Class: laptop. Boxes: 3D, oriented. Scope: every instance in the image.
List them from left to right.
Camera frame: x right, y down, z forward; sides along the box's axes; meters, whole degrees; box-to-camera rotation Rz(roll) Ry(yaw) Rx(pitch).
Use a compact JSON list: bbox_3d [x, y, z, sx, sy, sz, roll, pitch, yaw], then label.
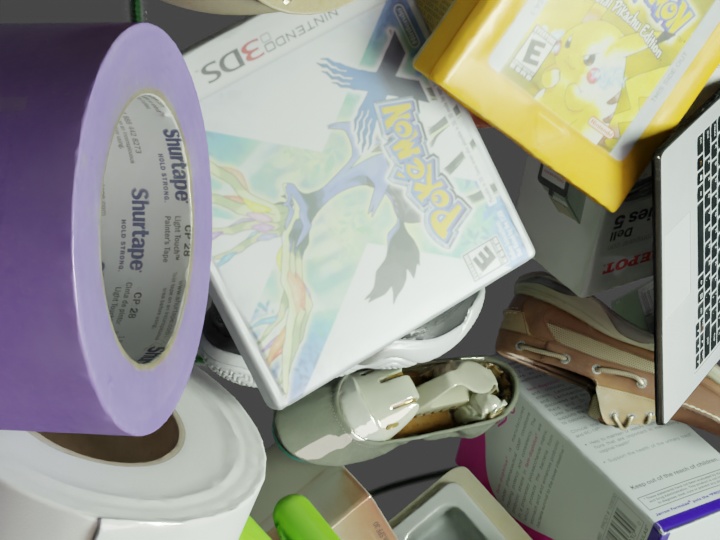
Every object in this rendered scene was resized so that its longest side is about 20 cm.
[{"bbox_3d":[0.273,-0.018,1.180,0.200,0.116,0.187,-39,132,-48],"label":"laptop"}]

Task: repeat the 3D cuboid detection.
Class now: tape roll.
[{"bbox_3d":[-0.141,-0.020,0.920,0.085,0.200,0.200,1,138,14],"label":"tape roll"},{"bbox_3d":[-0.154,0.101,1.011,0.202,0.202,0.071,2,121,-42],"label":"tape roll"}]

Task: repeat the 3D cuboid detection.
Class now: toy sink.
[{"bbox_3d":[0.063,0.227,1.347,0.130,0.112,0.200,-40,159,-7],"label":"toy sink"}]

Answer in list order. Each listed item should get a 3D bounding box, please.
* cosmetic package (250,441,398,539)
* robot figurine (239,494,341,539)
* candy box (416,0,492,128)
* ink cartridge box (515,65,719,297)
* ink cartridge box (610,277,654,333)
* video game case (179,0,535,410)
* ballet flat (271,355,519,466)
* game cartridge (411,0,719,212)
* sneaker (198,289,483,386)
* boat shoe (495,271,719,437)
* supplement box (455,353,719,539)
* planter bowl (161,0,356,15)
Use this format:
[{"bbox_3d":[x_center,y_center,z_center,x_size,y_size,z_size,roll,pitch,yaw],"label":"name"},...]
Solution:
[{"bbox_3d":[-0.078,0.210,1.260,0.200,0.087,0.103,-39,141,-8],"label":"cosmetic package"},{"bbox_3d":[-0.084,0.213,1.132,0.175,0.116,0.200,-41,112,-2],"label":"robot figurine"},{"bbox_3d":[0.099,-0.183,1.107,0.117,0.056,0.200,-6,128,-38],"label":"candy box"},{"bbox_3d":[0.192,-0.097,1.238,0.145,0.084,0.200,-16,132,-32],"label":"ink cartridge box"},{"bbox_3d":[0.290,0.002,1.345,0.200,0.048,0.146,-17,173,-8],"label":"ink cartridge box"},{"bbox_3d":[-0.017,-0.052,1.056,0.182,0.022,0.200,-30,103,-18],"label":"video game case"},{"bbox_3d":[0.029,0.084,1.258,0.200,0.067,0.064,-4,156,-44],"label":"ballet flat"},{"bbox_3d":[0.147,-0.153,1.078,0.176,0.032,0.200,31,98,-39],"label":"game cartridge"},{"bbox_3d":[0.000,0.000,1.146,0.200,0.075,0.114,-12,133,-31],"label":"sneaker"},{"bbox_3d":[0.183,0.076,1.296,0.072,0.200,0.076,-59,167,-10],"label":"boat shoe"},{"bbox_3d":[0.170,0.146,1.336,0.103,0.200,0.101,-14,132,-34],"label":"supplement box"},{"bbox_3d":[-0.046,-0.203,0.900,0.200,0.135,0.200,-23,136,-24],"label":"planter bowl"}]
